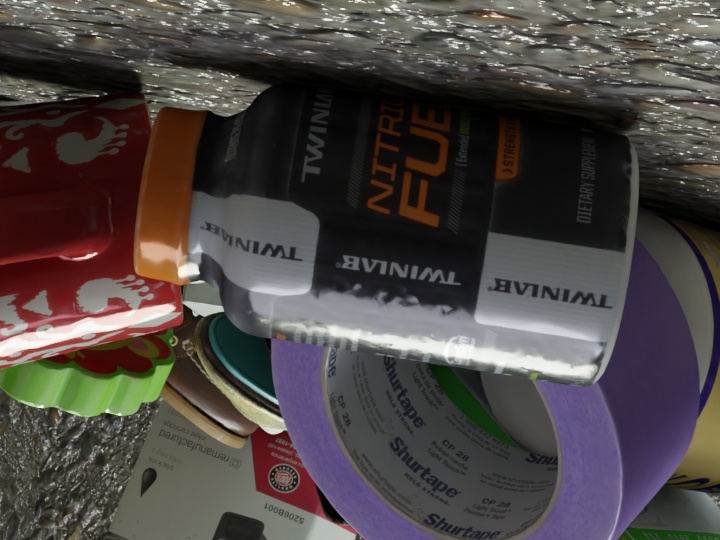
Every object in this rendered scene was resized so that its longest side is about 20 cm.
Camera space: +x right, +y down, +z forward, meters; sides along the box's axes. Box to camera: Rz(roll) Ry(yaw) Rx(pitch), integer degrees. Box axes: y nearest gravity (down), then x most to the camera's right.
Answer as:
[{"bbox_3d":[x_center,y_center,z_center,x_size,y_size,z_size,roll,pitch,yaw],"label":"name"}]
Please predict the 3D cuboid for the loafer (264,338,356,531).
[{"bbox_3d":[-0.022,0.050,1.110,0.071,0.202,0.073,-13,-173,-37],"label":"loafer"}]

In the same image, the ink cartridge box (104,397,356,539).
[{"bbox_3d":[-0.097,0.203,1.387,0.144,0.202,0.083,18,170,23],"label":"ink cartridge box"}]

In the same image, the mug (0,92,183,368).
[{"bbox_3d":[-0.181,0.000,0.895,0.198,0.135,0.178,-10,-151,-9],"label":"mug"}]

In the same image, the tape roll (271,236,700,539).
[{"bbox_3d":[0.059,0.054,0.993,0.199,0.202,0.085,5,-152,36],"label":"tape roll"}]

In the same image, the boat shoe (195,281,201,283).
[{"bbox_3d":[-0.142,-0.035,1.136,0.199,0.071,0.071,13,180,-17],"label":"boat shoe"}]

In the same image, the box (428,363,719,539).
[{"bbox_3d":[0.118,0.147,1.160,0.176,0.097,0.200,12,-150,-47],"label":"box"}]

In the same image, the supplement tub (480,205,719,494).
[{"bbox_3d":[0.175,0.047,1.122,0.145,0.147,0.199,4,174,43],"label":"supplement tub"}]

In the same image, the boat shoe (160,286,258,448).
[{"bbox_3d":[-0.131,0.029,1.303,0.200,0.070,0.070,42,-174,-13],"label":"boat shoe"}]

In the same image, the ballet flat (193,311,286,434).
[{"bbox_3d":[-0.024,0.073,1.199,0.199,0.071,0.070,12,174,-35],"label":"ballet flat"}]

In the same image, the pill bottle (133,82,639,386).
[{"bbox_3d":[0.008,-0.018,0.836,0.198,0.107,0.106,8,176,0],"label":"pill bottle"}]

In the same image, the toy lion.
[{"bbox_3d":[-0.204,0.010,1.156,0.198,0.069,0.192,18,-155,-20],"label":"toy lion"}]

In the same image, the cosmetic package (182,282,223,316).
[{"bbox_3d":[0.000,0.000,1.236,0.198,0.086,0.108,9,175,4],"label":"cosmetic package"}]
